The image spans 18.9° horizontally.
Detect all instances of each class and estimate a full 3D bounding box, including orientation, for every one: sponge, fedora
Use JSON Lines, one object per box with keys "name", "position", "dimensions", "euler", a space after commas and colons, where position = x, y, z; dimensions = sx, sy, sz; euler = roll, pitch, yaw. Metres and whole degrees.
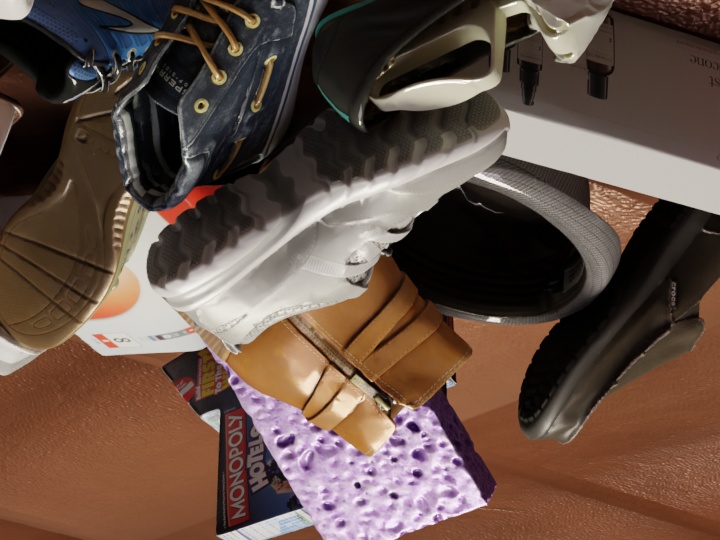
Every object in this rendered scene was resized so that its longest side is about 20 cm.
{"name": "sponge", "position": [-0.013, 0.072, 1.281], "dimensions": [0.111, 0.030, 0.201], "euler": [-22, 108, 26]}
{"name": "fedora", "position": [0.064, -0.048, 1.282], "dimensions": [0.199, 0.091, 0.177], "euler": [26, 148, -27]}

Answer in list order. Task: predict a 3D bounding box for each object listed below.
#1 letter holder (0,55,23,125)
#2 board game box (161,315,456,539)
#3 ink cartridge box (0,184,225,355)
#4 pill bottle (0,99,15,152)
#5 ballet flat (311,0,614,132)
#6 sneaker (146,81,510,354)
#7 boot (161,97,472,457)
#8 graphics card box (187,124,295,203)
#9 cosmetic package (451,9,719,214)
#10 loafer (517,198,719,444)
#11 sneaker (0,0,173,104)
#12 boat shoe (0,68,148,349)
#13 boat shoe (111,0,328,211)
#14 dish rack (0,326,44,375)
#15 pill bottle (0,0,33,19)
{"name": "letter holder", "position": [-0.287, -0.108, 1.201], "dimensions": [0.199, 0.101, 0.142], "euler": [18, 152, -28]}
{"name": "board game box", "position": [-0.036, 0.089, 1.428], "dimensions": [0.199, 0.201, 0.062], "euler": [-21, 137, 24]}
{"name": "ink cartridge box", "position": [-0.113, 0.004, 1.361], "dimensions": [0.199, 0.050, 0.162], "euler": [0, 156, 25]}
{"name": "pill bottle", "position": [-0.282, -0.087, 1.093], "dimensions": [0.199, 0.113, 0.112], "euler": [24, 152, -15]}
{"name": "ballet flat", "position": [0.072, -0.123, 1.052], "dimensions": [0.199, 0.069, 0.068], "euler": [-27, 148, 14]}
{"name": "sneaker", "position": [-0.009, -0.028, 1.107], "dimensions": [0.199, 0.075, 0.082], "euler": [-27, 128, 13]}
{"name": "boot", "position": [0.000, 0.000, 1.178], "dimensions": [0.155, 0.077, 0.200], "euler": [39, 113, -3]}
{"name": "graphics card box", "position": [-0.104, -0.038, 1.391], "dimensions": [0.125, 0.051, 0.200], "euler": [9, 156, -8]}
{"name": "cosmetic package", "position": [0.127, -0.096, 1.170], "dimensions": [0.199, 0.083, 0.051], "euler": [13, 156, -21]}
{"name": "loafer", "position": [0.174, 0.033, 1.314], "dimensions": [0.071, 0.200, 0.073], "euler": [41, 173, -13]}
{"name": "sneaker", "position": [-0.136, -0.123, 1.149], "dimensions": [0.199, 0.090, 0.079], "euler": [10, 157, -19]}
{"name": "boat shoe", "position": [-0.152, -0.041, 1.255], "dimensions": [0.073, 0.063, 0.200], "euler": [34, 117, 4]}
{"name": "boat shoe", "position": [-0.068, -0.118, 1.061], "dimensions": [0.071, 0.091, 0.201], "euler": [31, 135, 21]}
{"name": "dish rack", "position": [-0.284, 0.005, 1.362], "dimensions": [0.200, 0.044, 0.172], "euler": [35, -175, -1]}
{"name": "pill bottle", "position": [-0.248, -0.181, 1.002], "dimensions": [0.199, 0.115, 0.114], "euler": [6, 157, -2]}
